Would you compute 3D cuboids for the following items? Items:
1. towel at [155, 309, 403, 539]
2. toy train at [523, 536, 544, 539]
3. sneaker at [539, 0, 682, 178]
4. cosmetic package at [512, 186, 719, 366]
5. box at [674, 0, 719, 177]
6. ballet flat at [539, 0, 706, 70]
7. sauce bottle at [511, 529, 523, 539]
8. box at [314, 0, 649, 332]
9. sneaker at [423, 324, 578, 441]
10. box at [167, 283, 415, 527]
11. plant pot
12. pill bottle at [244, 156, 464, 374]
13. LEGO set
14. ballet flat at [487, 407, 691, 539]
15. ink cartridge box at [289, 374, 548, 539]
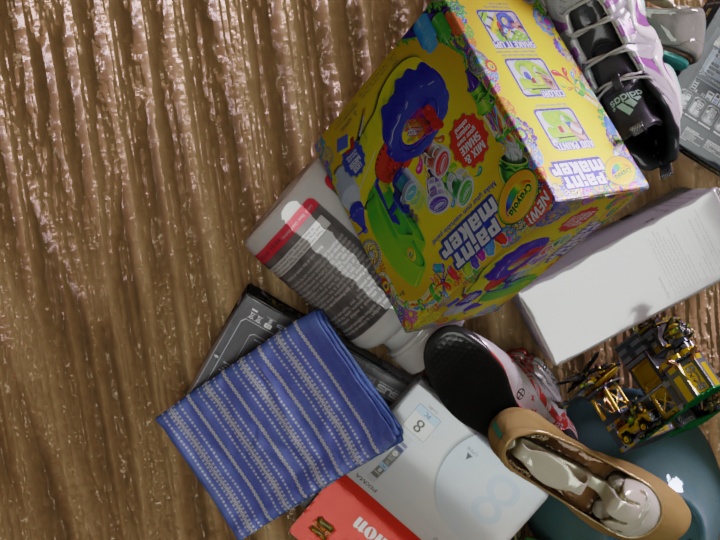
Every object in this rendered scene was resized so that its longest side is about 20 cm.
[{"bbox_3d":[-0.075,0.144,0.977,0.199,0.024,0.145,-34,92,15],"label":"towel"},{"bbox_3d":[0.181,0.343,1.052,0.041,0.056,0.201,7,129,30],"label":"toy train"},{"bbox_3d":[0.210,-0.160,0.867,0.077,0.141,0.200,-28,121,29],"label":"sneaker"},{"bbox_3d":[0.241,0.003,0.988,0.199,0.113,0.082,-27,94,1],"label":"cosmetic package"},{"bbox_3d":[0.383,-0.154,0.997,0.199,0.051,0.159,29,98,-6],"label":"box"},{"bbox_3d":[0.210,-0.231,0.953,0.198,0.067,0.064,13,90,1],"label":"ballet flat"},{"bbox_3d":[0.121,0.224,1.049,0.065,0.066,0.202,-11,103,0],"label":"sauce bottle"},{"bbox_3d":[0.092,-0.087,0.881,0.200,0.121,0.194,-45,64,43],"label":"box"},{"bbox_3d":[0.124,0.100,0.987,0.067,0.108,0.201,-39,115,19],"label":"sneaker"},{"bbox_3d":[-0.062,0.131,1.034,0.199,0.048,0.159,29,99,-7],"label":"box"},{"bbox_3d":[0.263,0.228,1.020,0.198,0.135,0.202,0,100,-2],"label":"plant pot"},{"bbox_3d":[0.000,0.000,0.981,0.200,0.111,0.111,42,96,-8],"label":"pill bottle"},{"bbox_3d":[0.278,0.074,0.959,0.199,0.154,0.116,-14,63,-35],"label":"LEGO set"},{"bbox_3d":[0.196,0.187,0.914,0.199,0.063,0.069,27,100,-2],"label":"ballet flat"},{"bbox_3d":[0.051,0.225,0.998,0.160,0.047,0.200,40,95,-1],"label":"ink cartridge box"}]
